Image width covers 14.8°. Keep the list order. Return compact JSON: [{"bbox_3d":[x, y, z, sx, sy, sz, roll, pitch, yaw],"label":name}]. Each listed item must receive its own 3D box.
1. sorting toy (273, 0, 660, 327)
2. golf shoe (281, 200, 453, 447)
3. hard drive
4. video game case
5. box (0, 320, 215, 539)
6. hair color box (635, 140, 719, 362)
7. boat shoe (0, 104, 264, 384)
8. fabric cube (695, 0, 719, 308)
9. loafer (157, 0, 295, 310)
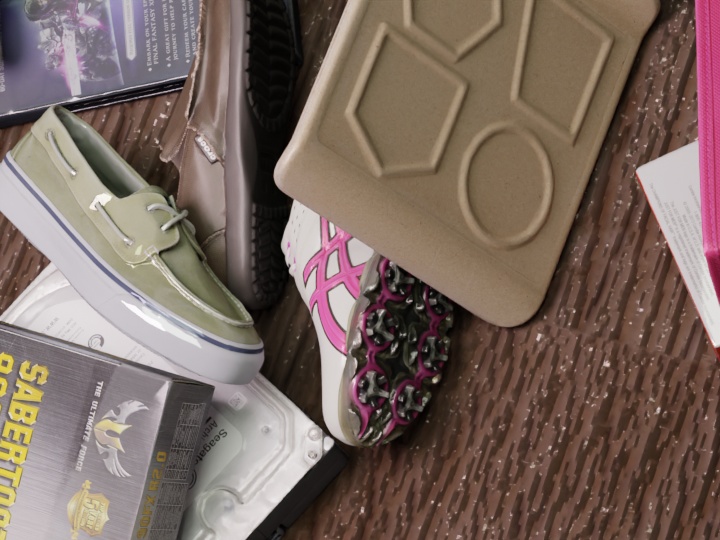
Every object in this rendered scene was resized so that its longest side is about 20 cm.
[{"bbox_3d":[0.055,-0.095,1.436,0.036,0.185,0.200,10,73,53],"label":"sorting toy"},{"bbox_3d":[0.000,0.000,1.472,0.092,0.073,0.201,-11,64,39],"label":"golf shoe"},{"bbox_3d":[-0.122,0.085,1.486,0.140,0.038,0.200,-46,66,-3],"label":"hard drive"},{"bbox_3d":[-0.135,-0.165,1.593,0.199,0.019,0.143,-11,67,13],"label":"video game case"},{"bbox_3d":[-0.174,0.134,1.440,0.158,0.048,0.201,16,92,28],"label":"box"},{"bbox_3d":[0.255,-0.037,1.408,0.200,0.064,0.111,-25,64,8],"label":"hair color box"},{"bbox_3d":[-0.120,-0.015,1.456,0.200,0.072,0.062,39,107,27],"label":"boat shoe"},{"bbox_3d":[0.264,-0.053,1.258,0.199,0.200,0.197,-6,59,13],"label":"fabric cube"},{"bbox_3d":[-0.081,-0.078,1.505,0.071,0.073,0.201,-3,78,20],"label":"loafer"}]
